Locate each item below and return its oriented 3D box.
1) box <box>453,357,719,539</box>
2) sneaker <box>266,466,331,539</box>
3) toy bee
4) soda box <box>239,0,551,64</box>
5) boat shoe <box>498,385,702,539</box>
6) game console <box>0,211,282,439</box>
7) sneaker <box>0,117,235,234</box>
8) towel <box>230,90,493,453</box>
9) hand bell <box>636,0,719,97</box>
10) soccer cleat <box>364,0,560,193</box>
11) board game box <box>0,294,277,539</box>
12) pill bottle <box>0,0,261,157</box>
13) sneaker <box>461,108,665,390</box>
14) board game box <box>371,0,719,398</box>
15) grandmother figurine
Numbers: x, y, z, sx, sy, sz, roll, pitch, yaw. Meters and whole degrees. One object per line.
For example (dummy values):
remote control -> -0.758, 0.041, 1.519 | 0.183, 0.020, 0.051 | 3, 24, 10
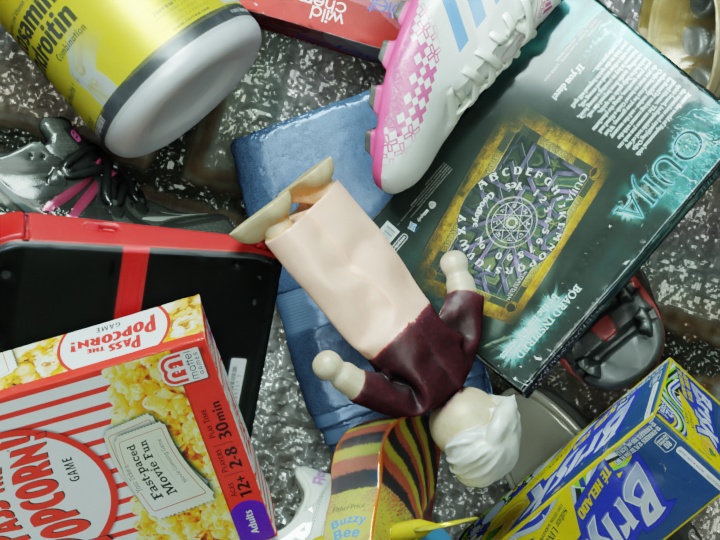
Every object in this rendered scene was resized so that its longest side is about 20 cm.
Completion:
box -> 0.128, 0.142, 1.539 | 0.064, 0.070, 0.200 | 41, 120, -8
sneaker -> -0.054, 0.208, 1.570 | 0.100, 0.075, 0.200 | 33, 77, 0
toy bee -> 0.009, 0.166, 1.480 | 0.131, 0.109, 0.200 | -34, 56, 22
soda box -> 0.022, -0.156, 1.577 | 0.200, 0.063, 0.070 | 16, 87, -7
boat shoe -> 0.151, 0.146, 1.607 | 0.067, 0.057, 0.200 | -38, 92, 30
game console -> -0.145, 0.059, 1.525 | 0.177, 0.031, 0.200 | 4, 124, -12
sneaker -> -0.163, -0.043, 1.539 | 0.200, 0.077, 0.084 | 14, 87, -11
towel -> 0.000, 0.000, 1.582 | 0.112, 0.049, 0.200 | -18, 93, -7
hand bell -> 0.279, -0.139, 1.614 | 0.200, 0.104, 0.104 | -1, 90, -20
soccer cleat -> 0.063, -0.135, 1.509 | 0.086, 0.070, 0.200 | 15, 84, 10
board game box -> -0.163, 0.110, 1.509 | 0.200, 0.046, 0.152 | -17, 125, 3
pill bottle -> -0.157, -0.170, 1.519 | 0.112, 0.112, 0.200 | -40, 80, -6
sneaker -> 0.114, -0.012, 1.587 | 0.071, 0.098, 0.201 | -37, 74, 7
board game box -> 0.110, -0.045, 1.526 | 0.135, 0.028, 0.200 | 42, 93, 14
grandmother figurine -> 0.022, 0.033, 1.479 | 0.121, 0.061, 0.200 | -39, 95, -22
